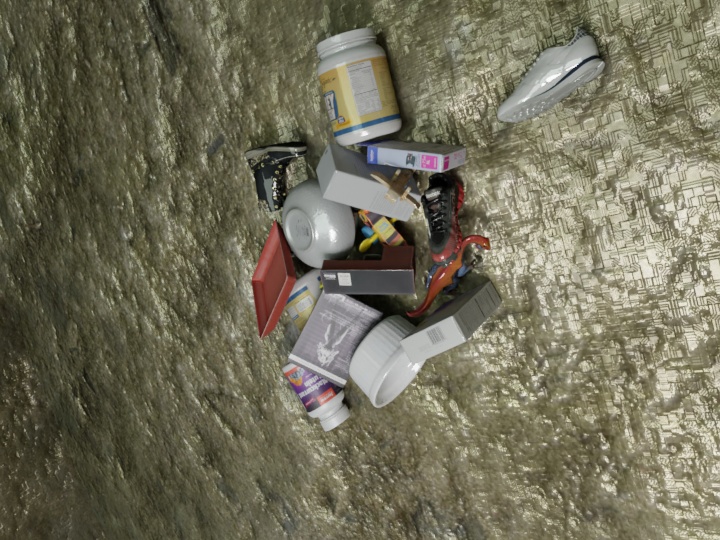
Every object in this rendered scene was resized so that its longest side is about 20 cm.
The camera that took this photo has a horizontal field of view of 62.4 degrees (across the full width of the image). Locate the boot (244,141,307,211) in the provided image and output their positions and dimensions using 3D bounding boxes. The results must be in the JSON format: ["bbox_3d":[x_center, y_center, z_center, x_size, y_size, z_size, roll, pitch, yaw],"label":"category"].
[{"bbox_3d":[-0.192,-0.225,1.430,0.201,0.073,0.157,3,108,42],"label":"boot"}]

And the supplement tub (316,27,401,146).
[{"bbox_3d":[-0.005,-0.366,1.200,0.143,0.144,0.204,-7,103,36],"label":"supplement tub"}]

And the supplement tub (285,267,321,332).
[{"bbox_3d":[-0.087,0.105,1.430,0.144,0.144,0.202,-34,87,38],"label":"supplement tub"}]

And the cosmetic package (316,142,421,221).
[{"bbox_3d":[0.016,-0.178,1.214,0.072,0.197,0.102,-58,31,33],"label":"cosmetic package"}]

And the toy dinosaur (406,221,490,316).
[{"bbox_3d":[0.194,0.001,1.209,0.104,0.202,0.182,28,155,4],"label":"toy dinosaur"}]

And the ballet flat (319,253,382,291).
[{"bbox_3d":[0.000,0.000,1.349,0.196,0.067,0.068,-11,79,1],"label":"ballet flat"}]

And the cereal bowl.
[{"bbox_3d":[-0.108,-0.098,1.313,0.198,0.083,0.204,19,118,40],"label":"cereal bowl"}]

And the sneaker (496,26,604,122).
[{"bbox_3d":[0.322,-0.334,1.041,0.198,0.076,0.082,-29,79,34],"label":"sneaker"}]

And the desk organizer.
[{"bbox_3d":[0.019,-0.001,1.260,0.196,0.078,0.073,0,134,10],"label":"desk organizer"}]

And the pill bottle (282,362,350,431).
[{"bbox_3d":[-0.111,0.311,1.557,0.111,0.111,0.202,-33,88,38],"label":"pill bottle"}]

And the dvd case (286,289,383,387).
[{"bbox_3d":[-0.058,0.149,1.340,0.147,0.016,0.202,26,101,-10],"label":"dvd case"}]

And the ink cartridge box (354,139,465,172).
[{"bbox_3d":[0.099,-0.234,1.194,0.197,0.119,0.043,16,114,29],"label":"ink cartridge box"}]

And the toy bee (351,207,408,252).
[{"bbox_3d":[0.029,-0.100,1.290,0.197,0.109,0.133,26,80,5],"label":"toy bee"}]

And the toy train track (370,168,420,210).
[{"bbox_3d":[0.086,-0.183,1.174,0.114,0.201,0.033,36,120,-3],"label":"toy train track"}]

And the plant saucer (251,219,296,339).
[{"bbox_3d":[-0.201,0.022,1.383,0.201,0.036,0.202,-62,31,35],"label":"plant saucer"}]

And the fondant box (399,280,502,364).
[{"bbox_3d":[0.187,0.105,1.213,0.143,0.199,0.059,-32,89,38],"label":"fondant box"}]

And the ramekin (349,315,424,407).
[{"bbox_3d":[0.065,0.199,1.343,0.097,0.199,0.203,38,125,24],"label":"ramekin"}]

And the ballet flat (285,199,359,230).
[{"bbox_3d":[-0.085,-0.149,1.401,0.198,0.068,0.068,27,102,18],"label":"ballet flat"}]

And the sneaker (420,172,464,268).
[{"bbox_3d":[0.155,-0.106,1.155,0.070,0.204,0.098,-12,144,33],"label":"sneaker"}]

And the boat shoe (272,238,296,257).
[{"bbox_3d":[-0.135,-0.062,1.442,0.197,0.091,0.072,-6,105,36],"label":"boat shoe"}]
